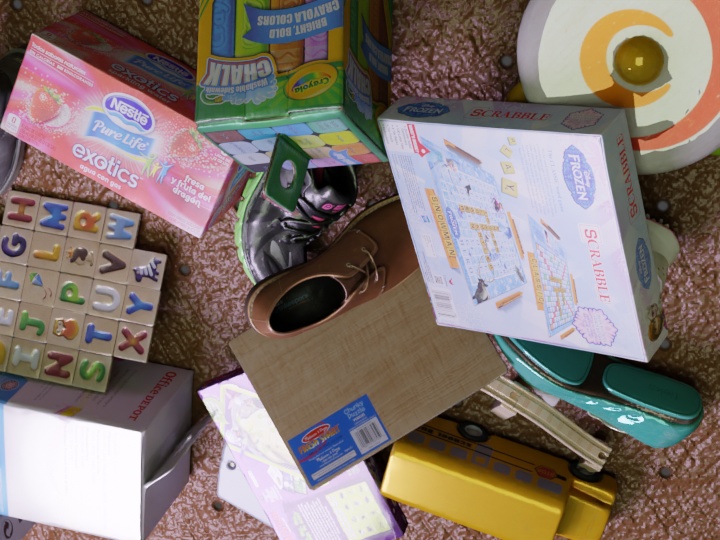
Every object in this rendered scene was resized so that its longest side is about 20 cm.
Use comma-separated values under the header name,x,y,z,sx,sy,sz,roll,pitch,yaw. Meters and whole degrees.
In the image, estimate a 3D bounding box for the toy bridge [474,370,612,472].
name,x,y,z,sx,sy,sz,roll,pitch,yaw
toy bridge,0.130,0.112,1.247,0.199,0.067,0.027,32,80,2

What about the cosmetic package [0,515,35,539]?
name,x,y,z,sx,sy,sz,roll,pitch,yaw
cosmetic package,-0.447,0.217,1.403,0.199,0.165,0.166,-12,109,21

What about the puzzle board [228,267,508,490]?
name,x,y,z,sx,sy,sz,roll,pitch,yaw
puzzle board,0.005,0.075,1.236,0.199,0.017,0.151,-32,78,5

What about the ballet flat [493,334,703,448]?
name,x,y,z,sx,sy,sz,roll,pitch,yaw
ballet flat,0.194,0.099,1.230,0.199,0.067,0.071,25,136,7

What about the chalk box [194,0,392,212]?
name,x,y,z,sx,sy,sz,roll,pitch,yaw
chalk box,-0.049,-0.149,1.111,0.123,0.125,0.201,-4,77,17

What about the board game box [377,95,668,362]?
name,x,y,z,sx,sy,sz,roll,pitch,yaw
board game box,0.125,-0.034,1.100,0.199,0.041,0.201,10,130,37

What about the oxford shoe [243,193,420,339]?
name,x,y,z,sx,sy,sz,roll,pitch,yaw
oxford shoe,0.000,0.000,1.189,0.199,0.071,0.072,-34,104,-9

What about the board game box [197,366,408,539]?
name,x,y,z,sx,sy,sz,roll,pitch,yaw
board game box,-0.052,0.172,1.310,0.120,0.032,0.201,-23,103,19

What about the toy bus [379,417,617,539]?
name,x,y,z,sx,sy,sz,roll,pitch,yaw
toy bus,0.124,0.193,1.278,0.199,0.078,0.065,19,116,8

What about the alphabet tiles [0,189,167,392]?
name,x,y,z,sx,sy,sz,roll,pitch,yaw
alphabet tiles,-0.280,0.018,1.317,0.199,0.006,0.167,10,87,12

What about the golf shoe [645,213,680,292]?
name,x,y,z,sx,sy,sz,roll,pitch,yaw
golf shoe,0.156,-0.019,1.168,0.199,0.075,0.092,17,78,10

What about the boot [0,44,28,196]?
name,x,y,z,sx,sy,sz,roll,pitch,yaw
boot,-0.354,-0.108,1.220,0.072,0.200,0.182,28,117,4

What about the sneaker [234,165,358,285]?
name,x,y,z,sx,sy,sz,roll,pitch,yaw
sneaker,-0.050,-0.060,1.214,0.084,0.077,0.201,32,122,33

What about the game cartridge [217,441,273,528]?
name,x,y,z,sx,sy,sz,roll,pitch,yaw
game cartridge,-0.053,0.155,1.338,0.133,0.041,0.201,28,116,-1

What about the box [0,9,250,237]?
name,x,y,z,sx,sy,sz,roll,pitch,yaw
box,-0.188,-0.128,1.221,0.199,0.103,0.095,29,116,4

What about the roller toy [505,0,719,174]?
name,x,y,z,sx,sy,sz,roll,pitch,yaw
roller toy,0.210,-0.171,1.067,0.199,0.140,0.184,6,113,14

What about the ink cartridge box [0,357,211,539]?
name,x,y,z,sx,sy,sz,roll,pitch,yaw
ink cartridge box,-0.248,0.161,1.343,0.199,0.129,0.126,11,115,12
